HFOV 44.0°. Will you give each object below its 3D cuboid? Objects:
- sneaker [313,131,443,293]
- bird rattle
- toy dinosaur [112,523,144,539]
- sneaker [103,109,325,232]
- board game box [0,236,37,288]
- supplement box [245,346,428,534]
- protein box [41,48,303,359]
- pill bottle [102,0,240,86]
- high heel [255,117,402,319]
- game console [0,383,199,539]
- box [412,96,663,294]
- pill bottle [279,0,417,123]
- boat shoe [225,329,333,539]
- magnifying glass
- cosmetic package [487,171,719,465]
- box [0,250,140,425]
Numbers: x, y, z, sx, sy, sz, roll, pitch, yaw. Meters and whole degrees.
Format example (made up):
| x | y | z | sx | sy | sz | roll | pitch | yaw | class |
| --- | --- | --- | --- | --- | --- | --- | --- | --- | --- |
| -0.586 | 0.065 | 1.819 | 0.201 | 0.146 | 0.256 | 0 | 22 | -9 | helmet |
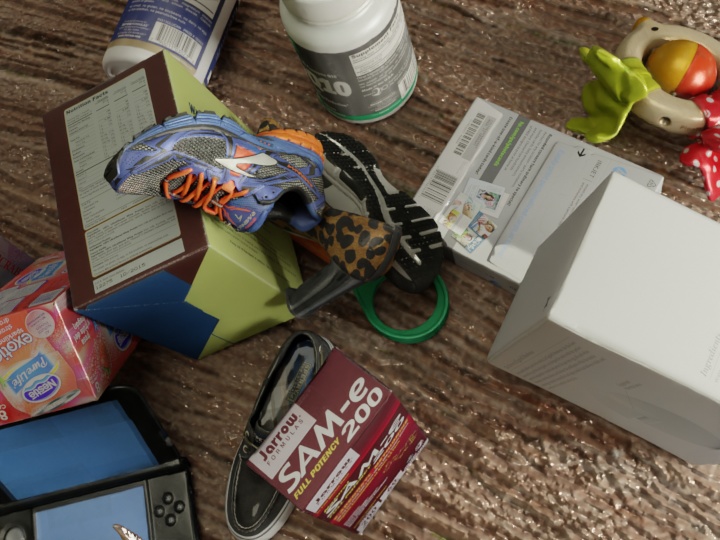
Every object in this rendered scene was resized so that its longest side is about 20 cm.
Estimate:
| x | y | z | sx | sy | sz | roll | pitch | yaw | class |
| --- | --- | --- | --- | --- | --- | --- | --- | --- | --- |
| 0.008 | -0.045 | 0.843 | 0.073 | 0.080 | 0.200 | -4 | 45 | -35 | sneaker |
| 0.301 | -0.171 | 0.830 | 0.199 | 0.113 | 0.163 | 19 | 58 | 16 | bird rattle |
| -0.135 | 0.295 | 0.747 | 0.135 | 0.086 | 0.201 | -24 | 76 | 3 | toy dinosaur |
| -0.099 | -0.069 | 0.685 | 0.075 | 0.199 | 0.079 | -37 | 65 | 44 | sneaker |
| -0.428 | -0.042 | 0.892 | 0.199 | 0.200 | 0.041 | 22 | 75 | 19 | board game box |
| -0.010 | 0.146 | 0.721 | 0.061 | 0.200 | 0.109 | 34 | 80 | 22 | supplement box |
| -0.167 | -0.051 | 0.827 | 0.134 | 0.199 | 0.201 | -23 | 66 | 13 | protein box |
| -0.196 | -0.287 | 0.981 | 0.111 | 0.111 | 0.201 | 13 | 72 | 17 | pill bottle |
| -0.030 | -0.073 | 0.785 | 0.142 | 0.071 | 0.201 | -32 | 66 | 41 | high heel |
| -0.261 | 0.215 | 0.796 | 0.199 | 0.118 | 0.171 | -15 | 69 | 8 | game console |
| 0.160 | -0.059 | 0.848 | 0.199 | 0.041 | 0.156 | 27 | 79 | 22 | box |
| -0.013 | -0.240 | 0.870 | 0.113 | 0.200 | 0.114 | -5 | 68 | 12 | pill bottle |
| -0.076 | 0.146 | 0.810 | 0.070 | 0.066 | 0.201 | 19 | 75 | 19 | boat shoe |
| 0.000 | 0.000 | 0.876 | 0.200 | 0.022 | 0.080 | 34 | 80 | 20 | magnifying glass |
| 0.226 | 0.047 | 0.679 | 0.199 | 0.199 | 0.123 | 25 | 76 | 2 | cosmetic package |
| -0.271 | 0.047 | 0.817 | 0.102 | 0.200 | 0.095 | -15 | 107 | 7 | box |
